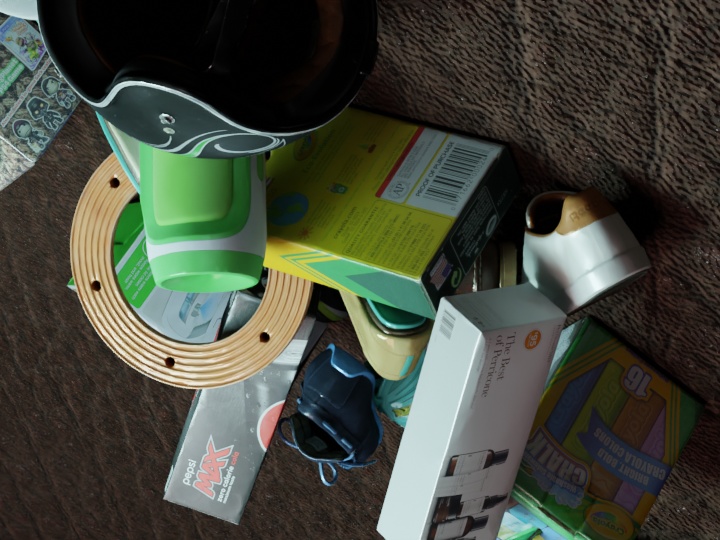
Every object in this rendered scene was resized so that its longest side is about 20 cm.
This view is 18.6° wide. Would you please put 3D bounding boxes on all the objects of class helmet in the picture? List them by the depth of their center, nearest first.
[{"bbox_3d":[-0.102,-0.164,1.413,0.190,0.200,0.200,12,149,53],"label":"helmet"}]

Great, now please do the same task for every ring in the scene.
[{"bbox_3d":[-0.127,-0.010,1.669,0.199,0.202,0.019,27,-161,13],"label":"ring"}]

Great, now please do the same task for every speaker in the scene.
[{"bbox_3d":[-0.109,-0.090,1.536,0.088,0.202,0.088,-2,169,0],"label":"speaker"}]

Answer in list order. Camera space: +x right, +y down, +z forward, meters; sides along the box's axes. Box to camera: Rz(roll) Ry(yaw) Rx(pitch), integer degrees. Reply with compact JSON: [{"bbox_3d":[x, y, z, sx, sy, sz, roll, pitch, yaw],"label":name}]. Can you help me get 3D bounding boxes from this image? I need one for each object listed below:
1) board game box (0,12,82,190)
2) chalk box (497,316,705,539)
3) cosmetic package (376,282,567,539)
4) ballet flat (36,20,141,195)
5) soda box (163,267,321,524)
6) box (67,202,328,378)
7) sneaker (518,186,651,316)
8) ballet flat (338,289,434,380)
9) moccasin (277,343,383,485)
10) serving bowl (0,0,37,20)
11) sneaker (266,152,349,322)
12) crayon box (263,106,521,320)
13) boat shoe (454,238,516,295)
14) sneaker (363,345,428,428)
[{"bbox_3d":[-0.342,-0.167,1.807,0.200,0.097,0.159,39,155,-13],"label":"board game box"},{"bbox_3d":[0.151,0.161,1.683,0.123,0.201,0.124,36,156,-8],"label":"chalk box"},{"bbox_3d":[0.078,0.110,1.552,0.051,0.082,0.201,41,128,39],"label":"cosmetic package"},{"bbox_3d":[-0.176,-0.141,1.610,0.201,0.069,0.070,57,168,29],"label":"ballet flat"},{"bbox_3d":[-0.094,0.097,1.743,0.070,0.063,0.201,18,115,-5],"label":"soda box"},{"bbox_3d":[-0.140,0.027,1.869,0.176,0.097,0.200,38,171,-14],"label":"box"},{"bbox_3d":[0.146,-0.013,1.559,0.085,0.072,0.200,62,161,6],"label":"sneaker"},{"bbox_3d":[0.000,0.000,1.613,0.068,0.201,0.063,-5,134,-14],"label":"ballet flat"},{"bbox_3d":[-0.031,0.118,1.747,0.080,0.068,0.200,34,162,19],"label":"moccasin"},{"bbox_3d":[-0.269,-0.271,1.565,0.199,0.066,0.201,27,154,14],"label":"serving bowl"},{"bbox_3d":[-0.035,-0.035,1.736,0.082,0.072,0.200,-8,139,29],"label":"sneaker"},{"bbox_3d":[-0.001,-0.050,1.573,0.199,0.127,0.051,18,152,33],"label":"crayon box"},{"bbox_3d":[0.077,0.022,1.642,0.070,0.071,0.200,-3,159,0],"label":"boat shoe"},{"bbox_3d":[0.035,0.090,1.782,0.078,0.079,0.201,-125,22,-55],"label":"sneaker"}]
